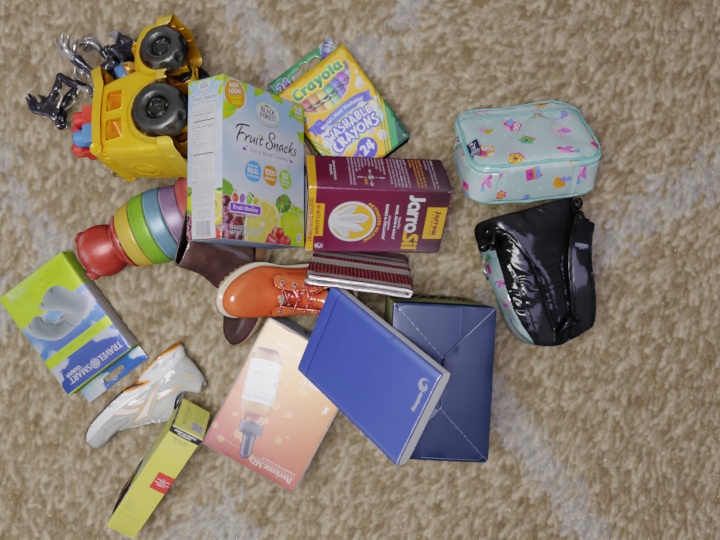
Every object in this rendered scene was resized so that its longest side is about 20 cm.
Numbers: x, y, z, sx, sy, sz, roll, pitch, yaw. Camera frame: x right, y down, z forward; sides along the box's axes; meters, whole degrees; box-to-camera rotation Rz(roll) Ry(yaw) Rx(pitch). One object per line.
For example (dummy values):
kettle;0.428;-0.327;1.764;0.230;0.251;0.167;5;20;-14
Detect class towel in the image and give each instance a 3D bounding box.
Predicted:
towel;0.000;0.000;0.944;0.142;0.200;0.023;7;104;-1

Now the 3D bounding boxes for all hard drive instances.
hard drive;0.009;0.127;0.853;0.200;0.025;0.133;37;112;35

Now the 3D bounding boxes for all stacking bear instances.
stacking bear;-0.316;-0.054;0.986;0.198;0.114;0.122;-23;91;4

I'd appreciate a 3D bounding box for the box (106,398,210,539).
box;-0.293;0.287;0.980;0.050;0.075;0.201;32;104;-14

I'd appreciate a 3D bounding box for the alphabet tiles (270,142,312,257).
alphabet tiles;-0.142;-0.130;1.007;0.166;0.008;0.201;-31;107;0

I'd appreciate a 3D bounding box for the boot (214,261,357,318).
boot;-0.099;0.031;0.939;0.199;0.107;0.076;-10;110;-38

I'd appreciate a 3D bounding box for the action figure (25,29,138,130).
action figure;-0.389;-0.294;0.975;0.199;0.119;0.102;-34;96;5

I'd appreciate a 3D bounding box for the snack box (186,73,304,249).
snack box;-0.147;-0.134;0.891;0.067;0.168;0.202;-3;87;32

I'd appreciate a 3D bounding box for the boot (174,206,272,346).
boot;-0.200;0.005;0.952;0.072;0.166;0.202;15;91;35

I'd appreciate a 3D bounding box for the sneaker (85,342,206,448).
sneaker;-0.317;0.206;1.006;0.200;0.076;0.092;-43;96;1

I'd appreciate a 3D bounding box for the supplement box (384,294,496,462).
supplement box;0.100;0.139;0.946;0.133;0.200;0.202;3;91;-1

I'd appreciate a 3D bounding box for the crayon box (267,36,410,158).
crayon box;-0.034;-0.240;1.012;0.125;0.052;0.201;-37;91;0

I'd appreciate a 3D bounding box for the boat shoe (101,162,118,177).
boat shoe;-0.282;-0.178;0.998;0.198;0.071;0.065;-25;91;-2

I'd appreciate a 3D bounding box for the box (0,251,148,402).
box;-0.428;0.088;1.013;0.122;0.048;0.201;-37;91;0

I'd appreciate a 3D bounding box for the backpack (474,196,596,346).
backpack;0.261;0.010;0.984;0.165;0.127;0.202;-16;89;1

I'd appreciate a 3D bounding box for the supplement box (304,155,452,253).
supplement box;0.019;-0.093;0.965;0.198;0.086;0.111;1;129;-8

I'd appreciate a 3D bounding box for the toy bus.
toy bus;-0.303;-0.221;0.913;0.190;0.136;0.202;-5;76;8

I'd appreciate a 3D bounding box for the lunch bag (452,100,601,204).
lunch bag;0.230;-0.176;0.973;0.198;0.078;0.161;-5;47;-2

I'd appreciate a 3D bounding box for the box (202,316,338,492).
box;-0.111;0.188;0.991;0.151;0.106;0.201;28;90;-2
